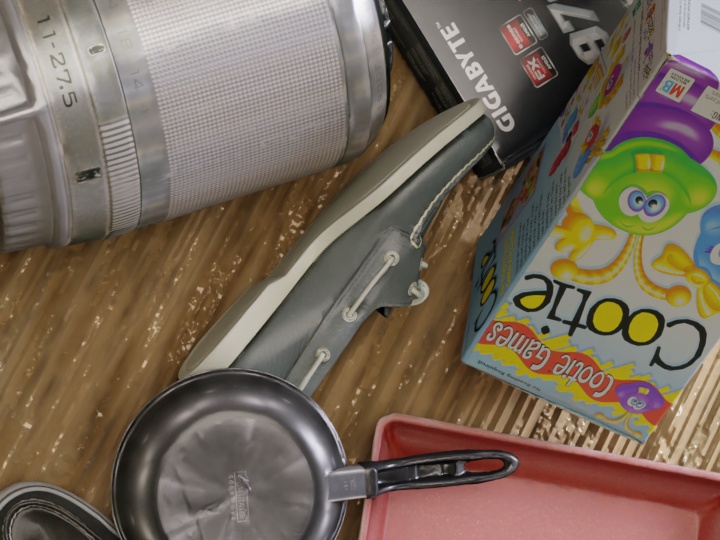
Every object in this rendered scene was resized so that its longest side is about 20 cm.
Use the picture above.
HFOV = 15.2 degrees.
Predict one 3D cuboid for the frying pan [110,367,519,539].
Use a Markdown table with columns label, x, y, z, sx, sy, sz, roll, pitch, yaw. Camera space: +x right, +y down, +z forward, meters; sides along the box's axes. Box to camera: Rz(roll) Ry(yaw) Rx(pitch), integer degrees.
| label | x | y | z | sx | sy | sz | roll | pitch | yaw |
| --- | --- | --- | --- | --- | --- | --- | --- | --- | --- |
| frying pan | -0.026 | 0.116 | 1.285 | 0.190 | 0.031 | 0.115 | 19 | 92 | -11 |

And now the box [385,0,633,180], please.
| label | x | y | z | sx | sy | sz | roll | pitch | yaw |
| --- | --- | --- | --- | --- | --- | --- | --- | --- | --- |
| box | 0.078 | -0.171 | 1.371 | 0.159 | 0.046 | 0.200 | -31 | 91 | -16 |

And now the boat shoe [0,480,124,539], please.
| label | x | y | z | sx | sy | sz | roll | pitch | yaw |
| --- | --- | --- | --- | --- | --- | --- | --- | --- | --- |
| boat shoe | -0.107 | 0.183 | 1.277 | 0.069 | 0.057 | 0.200 | -36 | 93 | -15 |

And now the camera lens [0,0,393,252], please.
| label | x | y | z | sx | sy | sz | roll | pitch | yaw |
| --- | --- | --- | --- | --- | --- | --- | --- | --- | --- |
| camera lens | -0.095 | -0.106 | 1.263 | 0.200 | 0.160 | 0.160 | -18 | 88 | -15 |

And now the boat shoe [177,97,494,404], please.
| label | x | y | z | sx | sy | sz | roll | pitch | yaw |
| --- | --- | --- | --- | --- | --- | --- | --- | --- | --- |
| boat shoe | 0.000 | 0.000 | 1.316 | 0.200 | 0.073 | 0.062 | -45 | 100 | -4 |

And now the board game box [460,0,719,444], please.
| label | x | y | z | sx | sy | sz | roll | pitch | yaw |
| --- | --- | --- | --- | --- | --- | --- | --- | --- | --- |
| board game box | 0.141 | -0.034 | 1.283 | 0.103 | 0.200 | 0.105 | 25 | 36 | -10 |

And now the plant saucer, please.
| label | x | y | z | sx | sy | sz | roll | pitch | yaw |
| --- | --- | --- | --- | --- | --- | --- | --- | --- | --- |
| plant saucer | 0.085 | 0.186 | 1.335 | 0.200 | 0.037 | 0.200 | 11 | 80 | -13 |
